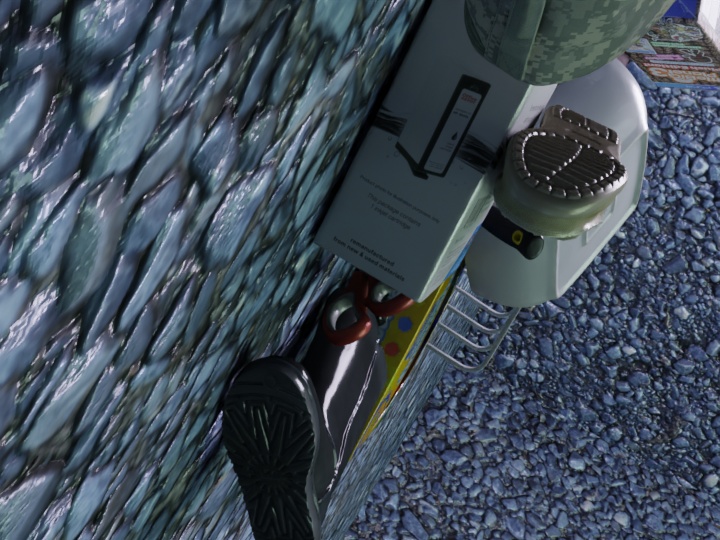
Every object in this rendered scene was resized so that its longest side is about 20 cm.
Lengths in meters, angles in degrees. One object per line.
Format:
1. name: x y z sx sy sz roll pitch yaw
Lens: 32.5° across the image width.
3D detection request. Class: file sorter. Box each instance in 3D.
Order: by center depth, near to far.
1. file sorter: 0.124 -0.005 1.322 0.125 0.138 0.200 -62 172 29

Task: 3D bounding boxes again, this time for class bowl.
1. bowl: 0.178 -0.066 1.062 0.200 0.074 0.201 -47 154 -18

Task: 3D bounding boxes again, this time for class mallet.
1. mallet: 0.088 -0.057 0.928 0.200 0.041 0.067 28 -84 63

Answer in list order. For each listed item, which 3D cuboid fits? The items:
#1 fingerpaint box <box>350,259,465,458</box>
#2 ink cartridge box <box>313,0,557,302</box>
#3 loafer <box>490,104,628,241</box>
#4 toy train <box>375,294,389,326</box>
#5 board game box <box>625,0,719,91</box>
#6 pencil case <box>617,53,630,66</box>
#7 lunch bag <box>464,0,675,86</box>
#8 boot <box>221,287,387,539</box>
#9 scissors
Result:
1. fingerpaint box: 0.024 0.051 1.108 0.202 0.073 0.167 -63 172 12
2. ink cartridge box: 0.063 -0.095 0.810 0.202 0.084 0.146 -63 171 13
3. loafer: 0.125 -0.051 0.778 0.069 0.075 0.200 -70 169 22
4. toy train: -0.005 0.044 1.007 0.202 0.045 0.034 -64 179 13
5. board game box: 0.305 -0.272 1.139 0.199 0.096 0.161 20 80 -58
6. pencil case: 0.211 -0.201 1.188 0.088 0.087 0.201 102 15 -66
7. lunch bag: 0.122 -0.201 0.611 0.169 0.138 0.200 -58 171 -19
8. boot: -0.029 0.077 0.877 0.201 0.065 0.166 -60 156 -51
9. scissors: 0.000 0.000 0.895 0.073 0.014 0.200 -30 -159 5
